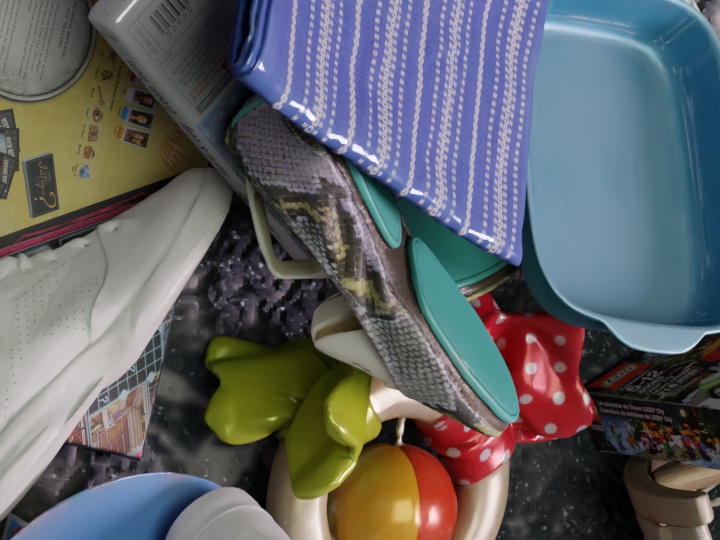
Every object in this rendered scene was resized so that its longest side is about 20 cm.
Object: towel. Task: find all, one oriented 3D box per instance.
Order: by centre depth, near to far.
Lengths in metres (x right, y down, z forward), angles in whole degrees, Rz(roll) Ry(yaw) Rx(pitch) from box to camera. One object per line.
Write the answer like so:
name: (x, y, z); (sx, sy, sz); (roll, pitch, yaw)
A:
towel: (0.019, -0.104, 1.052); (0.200, 0.024, 0.145); (32, 57, -46)

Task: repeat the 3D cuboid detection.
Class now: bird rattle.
bird rattle: (0.018, 0.088, 1.206); (0.200, 0.113, 0.163); (1, 102, -42)

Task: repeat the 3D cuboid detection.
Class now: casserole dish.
casserole dish: (0.121, -0.050, 1.188); (0.121, 0.039, 0.200); (7, 65, -25)

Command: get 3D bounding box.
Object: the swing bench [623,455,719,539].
swing bench: (0.237, 0.170, 1.291); (0.200, 0.130, 0.199); (-19, 100, -22)

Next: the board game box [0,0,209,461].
board game box: (-0.141, -0.026, 1.129); (0.135, 0.035, 0.200); (16, 83, -28)

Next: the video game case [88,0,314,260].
video game case: (-0.005, -0.126, 1.097); (0.200, 0.024, 0.182); (-52, 134, -13)

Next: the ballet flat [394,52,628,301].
ballet flat: (0.060, -0.032, 1.212); (0.200, 0.071, 0.071); (-44, 110, -34)

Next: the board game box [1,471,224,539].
board game box: (-0.124, 0.174, 1.125); (0.158, 0.039, 0.200); (6, 108, -45)

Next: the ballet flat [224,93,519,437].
ballet flat: (0.000, 0.000, 1.090); (0.072, 0.072, 0.200); (-44, 123, -21)

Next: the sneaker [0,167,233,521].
sneaker: (-0.135, 0.015, 1.081); (0.088, 0.075, 0.200); (38, 64, 3)

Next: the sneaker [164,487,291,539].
sneaker: (-0.017, 0.195, 1.118); (0.074, 0.116, 0.200); (-39, 137, -17)

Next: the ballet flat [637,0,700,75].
ballet flat: (0.141, -0.128, 1.271); (0.072, 0.072, 0.200); (-40, 115, -23)

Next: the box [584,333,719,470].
box: (0.226, 0.034, 1.274); (0.200, 0.137, 0.038); (-30, 106, -25)
